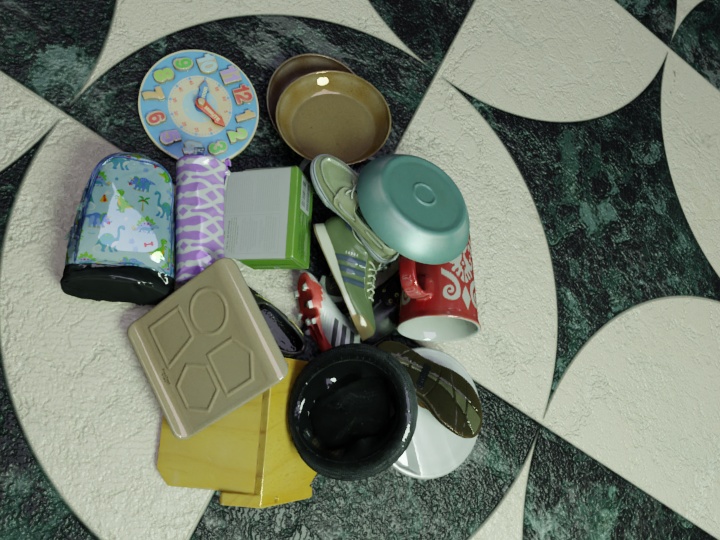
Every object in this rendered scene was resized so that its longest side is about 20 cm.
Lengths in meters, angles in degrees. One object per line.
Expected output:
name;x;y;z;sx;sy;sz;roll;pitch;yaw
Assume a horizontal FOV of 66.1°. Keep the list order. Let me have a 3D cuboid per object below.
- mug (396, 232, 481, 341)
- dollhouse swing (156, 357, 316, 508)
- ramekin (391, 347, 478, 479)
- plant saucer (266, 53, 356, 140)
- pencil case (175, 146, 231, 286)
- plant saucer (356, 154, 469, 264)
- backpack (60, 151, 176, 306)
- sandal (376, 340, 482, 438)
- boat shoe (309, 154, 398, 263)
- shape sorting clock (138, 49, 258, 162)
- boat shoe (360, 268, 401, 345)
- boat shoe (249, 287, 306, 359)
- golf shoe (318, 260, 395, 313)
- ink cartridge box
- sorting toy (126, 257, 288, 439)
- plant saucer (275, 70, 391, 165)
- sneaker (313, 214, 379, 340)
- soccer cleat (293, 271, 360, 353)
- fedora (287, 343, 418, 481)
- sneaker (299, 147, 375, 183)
mug;0.126;-0.009;0.881;0.130;0.178;0.205;1;67;4
dollhouse swing;-0.179;0.239;0.851;0.181;0.172;0.206;24;64;-57
ramekin;0.091;0.233;0.919;0.197;0.094;0.208;5;77;-20
plant saucer;-0.075;-0.290;1.002;0.195;0.037;0.206;4;77;-18
pencil case;-0.236;-0.074;0.835;0.083;0.084;0.206;0;80;-15
plant saucer;0.089;-0.105;0.832;0.196;0.036;0.204;15;54;-20
backpack;-0.340;-0.068;0.811;0.159;0.154;0.205;10;60;-18
sandal;0.101;0.184;0.858;0.197;0.055;0.083;30;64;4
boat shoe;-0.002;-0.103;0.845;0.072;0.062;0.201;-39;86;-21
shape sorting clock;-0.268;-0.275;0.926;0.195;0.039;0.206;5;77;-19
boat shoe;0.064;0.048;0.967;0.074;0.063;0.202;46;69;-8
boat shoe;-0.169;0.070;0.876;0.199;0.060;0.073;36;69;-10
golf shoe;0.007;-0.025;0.953;0.094;0.078;0.201;40;67;-7
ink cartridge box;-0.184;-0.082;0.904;0.195;0.076;0.152;-1;77;15
sorting toy;-0.216;0.110;0.779;0.198;0.036;0.188;-32;82;14
plant saucer;-0.046;-0.252;0.943;0.195;0.036;0.205;3;64;-5
sneaker;0.000;0.000;0.879;0.088;0.067;0.204;-23;79;-3
soccer cleat;-0.043;0.093;0.904;0.084;0.069;0.203;-17;76;-35
fedora;-0.005;0.203;0.806;0.195;0.091;0.206;-5;76;18
sneaker;-0.005;-0.146;0.951;0.195;0.077;0.115;3;41;-23
